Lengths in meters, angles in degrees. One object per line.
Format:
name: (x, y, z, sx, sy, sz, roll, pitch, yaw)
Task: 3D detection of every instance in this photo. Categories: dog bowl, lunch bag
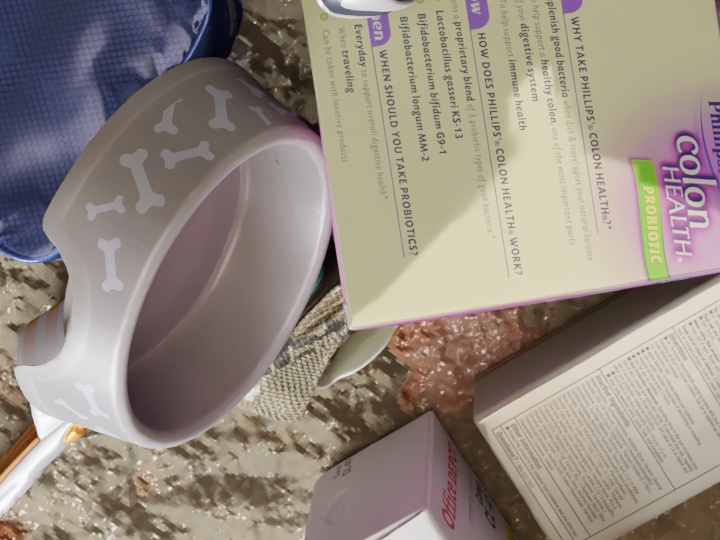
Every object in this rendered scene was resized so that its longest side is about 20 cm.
dog bowl: (-0.085, -0.002, 1.103, 0.058, 0.200, 0.201, 28, 108, 23)
lunch bag: (-0.156, -0.096, 1.145, 0.135, 0.132, 0.201, 36, 97, 4)

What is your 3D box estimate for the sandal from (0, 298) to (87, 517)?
sandal: (-0.172, 0.062, 1.223, 0.059, 0.079, 0.207, 40, 107, -11)

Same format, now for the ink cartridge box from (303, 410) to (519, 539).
ink cartridge box: (0.058, 0.198, 1.214, 0.085, 0.148, 0.201, -30, 104, 11)

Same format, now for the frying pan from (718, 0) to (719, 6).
frying pan: (0.219, -0.062, 1.103, 0.031, 0.115, 0.191, -14, 105, 17)

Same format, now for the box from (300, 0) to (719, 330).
box: (0.081, -0.073, 1.096, 0.198, 0.097, 0.177, -9, 88, 6)

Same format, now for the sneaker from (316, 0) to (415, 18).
sneaker: (0.012, -0.220, 0.983, 0.129, 0.079, 0.201, -13, 96, 35)

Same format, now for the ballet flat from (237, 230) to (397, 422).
ballet flat: (0.000, 0.000, 1.207, 0.075, 0.068, 0.201, 28, 107, -26)

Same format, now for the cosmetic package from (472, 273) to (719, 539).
cosmetic package: (0.169, 0.061, 1.205, 0.199, 0.073, 0.104, -30, 103, 11)
